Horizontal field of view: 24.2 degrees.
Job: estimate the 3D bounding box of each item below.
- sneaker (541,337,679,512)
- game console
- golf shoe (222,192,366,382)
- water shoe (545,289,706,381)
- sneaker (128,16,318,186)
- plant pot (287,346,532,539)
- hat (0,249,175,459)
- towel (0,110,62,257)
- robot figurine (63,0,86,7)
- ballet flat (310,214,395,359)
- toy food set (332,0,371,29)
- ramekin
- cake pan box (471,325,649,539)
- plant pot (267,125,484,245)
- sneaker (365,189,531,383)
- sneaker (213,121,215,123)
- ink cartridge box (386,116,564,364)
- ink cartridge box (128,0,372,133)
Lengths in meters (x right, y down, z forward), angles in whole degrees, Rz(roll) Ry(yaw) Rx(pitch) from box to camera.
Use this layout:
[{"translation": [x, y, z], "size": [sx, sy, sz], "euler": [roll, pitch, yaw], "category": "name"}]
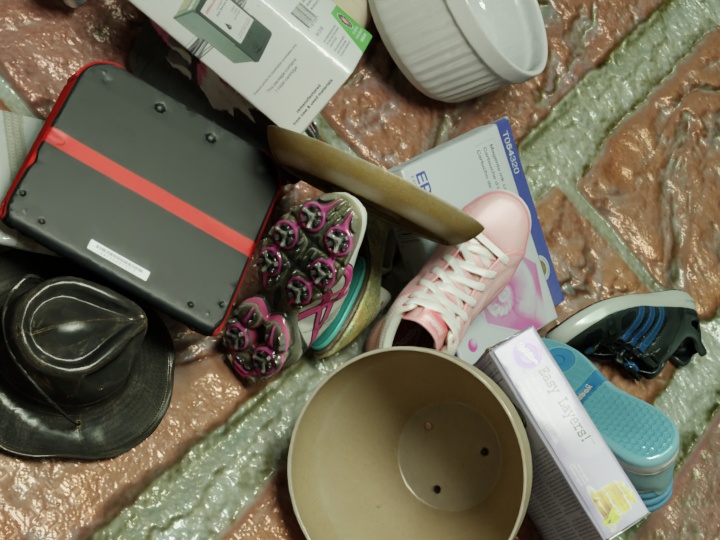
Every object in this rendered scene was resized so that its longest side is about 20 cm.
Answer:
[{"translation": [0.210, 0.155, 1.560], "size": [0.079, 0.131, 0.200], "euler": [-36, 50, -20], "category": "sneaker"}, {"translation": [-0.171, -0.062, 1.358], "size": [0.199, 0.031, 0.178], "euler": [29, 60, -13], "category": "game console"}, {"translation": [-0.043, 0.003, 1.386], "size": [0.073, 0.200, 0.092], "euler": [45, 40, 13], "category": "golf shoe"}, {"translation": [0.269, 0.068, 1.647], "size": [0.199, 0.071, 0.079], "euler": [-9, 71, -37], "category": "water shoe"}, {"translation": [-0.121, -0.157, 1.523], "size": [0.200, 0.080, 0.086], "euler": [43, 25, -4], "category": "sneaker"}, {"translation": [0.056, 0.159, 1.387], "size": [0.201, 0.200, 0.134], "euler": [59, 18, 9], "category": "plant pot"}, {"translation": [-0.222, 0.050, 1.310], "size": [0.200, 0.081, 0.202], "euler": [18, 54, -26], "category": "hat"}, {"translation": [-0.309, -0.075, 1.345], "size": [0.199, 0.031, 0.150], "euler": [14, 45, -31], "category": "towel"}, {"translation": [-0.287, -0.329, 1.467], "size": [0.169, 0.113, 0.200], "euler": [-37, 86, -8], "category": "robot figurine"}, {"translation": [0.000, 0.000, 1.510], "size": [0.070, 0.071, 0.201], "euler": [23, 53, -22], "category": "ballet flat"}, {"translation": [-0.099, -0.254, 1.602], "size": [0.200, 0.060, 0.144], "euler": [39, 60, -8], "category": "toy food set"}, {"translation": [0.091, -0.262, 1.661], "size": [0.200, 0.105, 0.201], "euler": [41, 36, -40], "category": "ramekin"}, {"translation": [0.157, 0.154, 1.448], "size": [0.052, 0.200, 0.185], "euler": [-27, 79, -12], "category": "cake pan box"}, {"translation": [0.008, -0.065, 1.396], "size": [0.199, 0.200, 0.028], "euler": [25, 88, -21], "category": "plant pot"}, {"translation": [0.081, 0.019, 1.452], "size": [0.075, 0.200, 0.105], "euler": [40, 3, -5], "category": "sneaker"}, {"translation": [-0.151, -0.113, 1.455], "size": [0.199, 0.082, 0.077], "euler": [33, 50, -15], "category": "sneaker"}, {"translation": [0.119, -0.029, 1.577], "size": [0.199, 0.043, 0.198], "euler": [-27, 102, -41], "category": "ink cartridge box"}, {"translation": [-0.097, -0.225, 1.471], "size": [0.200, 0.084, 0.146], "euler": [40, 21, -7], "category": "ink cartridge box"}]
